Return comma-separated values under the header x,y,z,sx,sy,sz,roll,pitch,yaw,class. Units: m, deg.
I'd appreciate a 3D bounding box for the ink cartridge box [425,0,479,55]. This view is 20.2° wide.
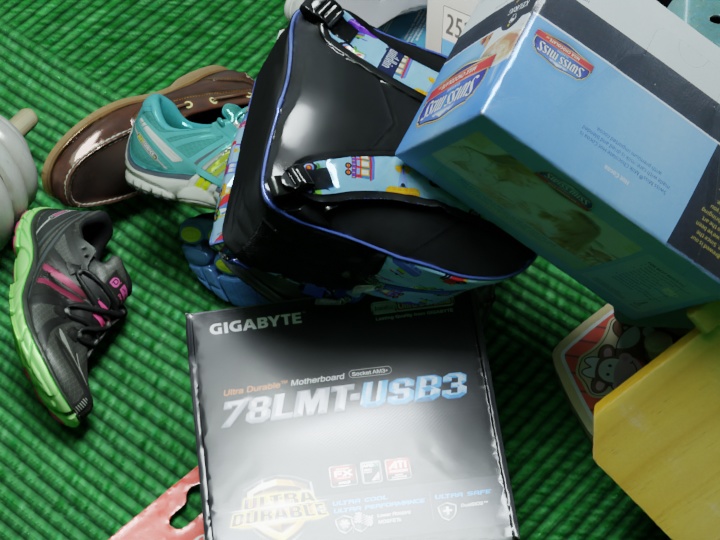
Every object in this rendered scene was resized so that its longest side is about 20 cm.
x,y,z,sx,sy,sz,roll,pitch,yaw,class
0.127,-0.214,1.484,0.045,0.176,0.200,-14,29,-34,ink cartridge box

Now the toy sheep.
x,y,z,sx,sy,sz,roll,pitch,yaw,class
-0.312,-0.069,1.536,0.138,0.138,0.200,26,51,26,toy sheep

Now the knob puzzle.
x,y,z,sx,sy,sz,roll,pitch,yaw,class
0.233,0.070,1.417,0.219,0.030,0.220,-4,50,4,knob puzzle

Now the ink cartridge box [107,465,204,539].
x,y,z,sx,sy,sz,roll,pitch,yaw,class
-0.056,0.185,1.343,0.160,0.047,0.200,-39,58,-23,ink cartridge box

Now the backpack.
x,y,z,sx,sy,sz,roll,pitch,yaw,class
0.021,-0.061,1.335,0.200,0.135,0.183,18,57,-15,backpack

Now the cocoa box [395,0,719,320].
x,y,z,sx,sy,sz,roll,pitch,yaw,class
0.150,-0.080,1.240,0.200,0.133,0.131,34,71,-14,cocoa box

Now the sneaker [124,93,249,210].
x,y,z,sx,sy,sz,roll,pitch,yaw,class
-0.083,-0.078,1.451,0.200,0.080,0.077,14,10,22,sneaker

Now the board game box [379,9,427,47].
x,y,z,sx,sy,sz,roll,pitch,yaw,class
0.093,-0.172,1.628,0.200,0.047,0.151,15,53,19,board game box

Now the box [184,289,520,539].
x,y,z,sx,sy,sz,roll,pitch,yaw,class
-0.009,0.108,1.326,0.200,0.050,0.199,-6,59,-2,box

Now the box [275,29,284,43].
x,y,z,sx,sy,sz,roll,pitch,yaw,class
0.035,-0.099,1.504,0.200,0.124,0.098,22,97,23,box

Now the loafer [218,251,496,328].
x,y,z,sx,sy,sz,roll,pitch,yaw,class
0.000,0.000,1.427,0.200,0.072,0.073,18,27,-14,loafer

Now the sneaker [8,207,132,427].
x,y,z,sx,sy,sz,roll,pitch,yaw,class
-0.210,0.024,1.480,0.084,0.077,0.200,-11,50,3,sneaker

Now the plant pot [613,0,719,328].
x,y,z,sx,sy,sz,roll,pitch,yaw,class
0.282,-0.093,1.419,0.196,0.200,0.196,3,40,10,plant pot

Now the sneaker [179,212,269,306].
x,y,z,sx,sy,sz,roll,pitch,yaw,class
-0.036,-0.017,1.509,0.199,0.071,0.083,1,30,10,sneaker

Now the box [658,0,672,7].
x,y,z,sx,sy,sz,roll,pitch,yaw,class
0.247,-0.235,1.523,0.182,0.200,0.104,24,51,-14,box

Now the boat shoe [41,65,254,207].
x,y,z,sx,sy,sz,roll,pitch,yaw,class
-0.152,-0.101,1.570,0.200,0.070,0.070,-33,50,-30,boat shoe

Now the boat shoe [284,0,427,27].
x,y,z,sx,sy,sz,roll,pitch,yaw,class
0.027,-0.233,1.615,0.200,0.071,0.070,-28,25,-27,boat shoe

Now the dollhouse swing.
x,y,z,sx,sy,sz,roll,pitch,yaw,class
0.273,0.075,1.320,0.200,0.176,0.182,44,37,-11,dollhouse swing
